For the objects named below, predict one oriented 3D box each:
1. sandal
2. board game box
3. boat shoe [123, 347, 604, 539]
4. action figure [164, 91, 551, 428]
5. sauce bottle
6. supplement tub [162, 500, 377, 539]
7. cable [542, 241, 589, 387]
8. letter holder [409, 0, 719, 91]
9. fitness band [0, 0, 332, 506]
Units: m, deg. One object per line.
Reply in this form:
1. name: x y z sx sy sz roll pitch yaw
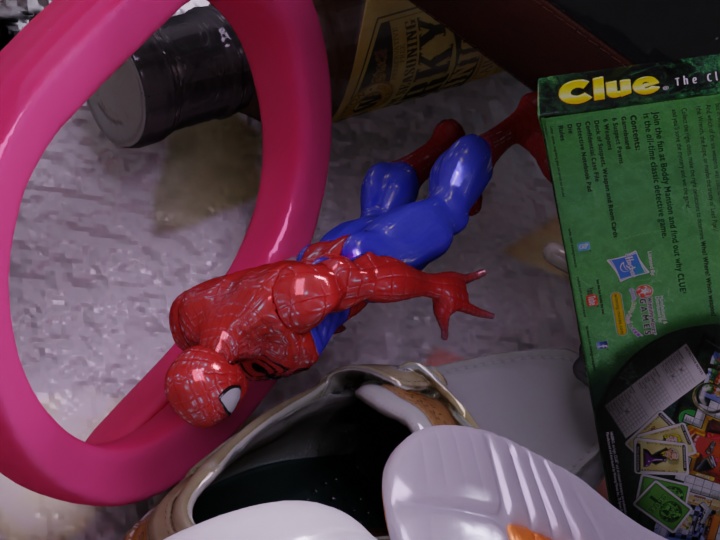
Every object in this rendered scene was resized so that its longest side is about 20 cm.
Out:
1. sandal: 0.065 0.113 0.871 0.206 0.059 0.080 28 47 -42
2. board game box: 0.118 0.020 0.874 0.104 0.201 0.024 -5 39 9
3. boat shoe: 0.013 0.067 0.896 0.199 0.069 0.075 -27 64 -38
4. action figure: 0.000 0.000 0.898 0.200 0.065 0.052 -32 108 -51
5. sauce bottle: -0.005 -0.086 1.017 0.199 0.065 0.065 -19 62 -31
6. supplement tub: -0.007 0.177 0.748 0.145 0.146 0.200 -21 63 -34
7. cable: 0.149 0.030 0.941 0.199 0.051 0.097 22 25 13
8. letter holder: 0.098 -0.099 0.934 0.199 0.142 0.101 35 83 -3
9. fitness band: -0.064 -0.017 0.888 0.037 0.144 0.200 4 38 33
